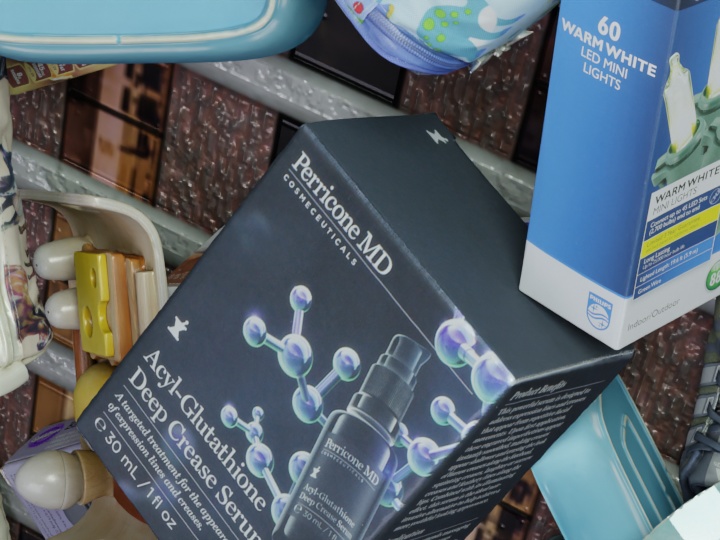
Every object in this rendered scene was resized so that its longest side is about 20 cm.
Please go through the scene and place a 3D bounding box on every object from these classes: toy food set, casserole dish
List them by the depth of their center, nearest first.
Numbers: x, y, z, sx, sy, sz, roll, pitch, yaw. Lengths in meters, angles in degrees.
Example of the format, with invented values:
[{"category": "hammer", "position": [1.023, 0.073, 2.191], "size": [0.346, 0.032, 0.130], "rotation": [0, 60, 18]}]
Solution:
[{"category": "casserole dish", "position": [-0.105, -0.148, 0.951], "size": [0.199, 0.039, 0.122], "rotation": [1, 107, 11]}, {"category": "casserole dish", "position": [0.131, 0.122, 1.039], "size": [0.039, 0.121, 0.201], "rotation": [-23, 106, 17]}, {"category": "toy food set", "position": [-0.146, 0.058, 1.127], "size": [0.143, 0.060, 0.201], "rotation": [-174, 78, -66]}]

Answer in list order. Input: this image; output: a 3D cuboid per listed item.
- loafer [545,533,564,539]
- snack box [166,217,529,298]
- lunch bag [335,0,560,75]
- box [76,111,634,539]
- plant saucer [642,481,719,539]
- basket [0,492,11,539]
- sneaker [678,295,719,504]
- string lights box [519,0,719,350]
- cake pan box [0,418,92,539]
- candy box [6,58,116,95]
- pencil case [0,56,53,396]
[{"category": "loafer", "position": [0.146, 0.224, 1.124], "size": [0.200, 0.072, 0.063], "rotation": [47, 138, -5]}, {"category": "snack box", "position": [0.000, 0.000, 1.065], "size": [0.199, 0.072, 0.024], "rotation": [0, 118, 33]}, {"category": "lunch bag", "position": [0.015, -0.181, 0.879], "size": [0.082, 0.161, 0.200], "rotation": [-39, 92, 32]}, {"category": "box", "position": [-0.006, 0.053, 0.965], "size": [0.149, 0.107, 0.200], "rotation": [50, 120, 20]}, {"category": "plant saucer", "position": [0.193, 0.174, 0.987], "size": [0.039, 0.200, 0.202], "rotation": [-125, 27, -53]}, {"category": "basket", "position": [-0.301, 0.127, 1.303], "size": [0.123, 0.136, 0.201], "rotation": [8, 123, 24]}, {"category": "sneaker", "position": [0.183, 0.064, 0.984], "size": [0.074, 0.081, 0.201], "rotation": [13, 125, 25]}, {"category": "string lights box", "position": [0.127, -0.079, 0.864], "size": [0.059, 0.103, 0.201], "rotation": [33, 133, 35]}, {"category": "cake pan box", "position": [-0.088, 0.165, 1.245], "size": [0.184, 0.052, 0.201], "rotation": [-19, 107, 41]}, {"category": "candy box", "position": [-0.112, -0.164, 1.041], "size": [0.199, 0.055, 0.116], "rotation": [-11, 112, 38]}, {"category": "pencil case", "position": [-0.199, -0.042, 1.061], "size": [0.089, 0.077, 0.201], "rotation": [25, 123, 59]}]
